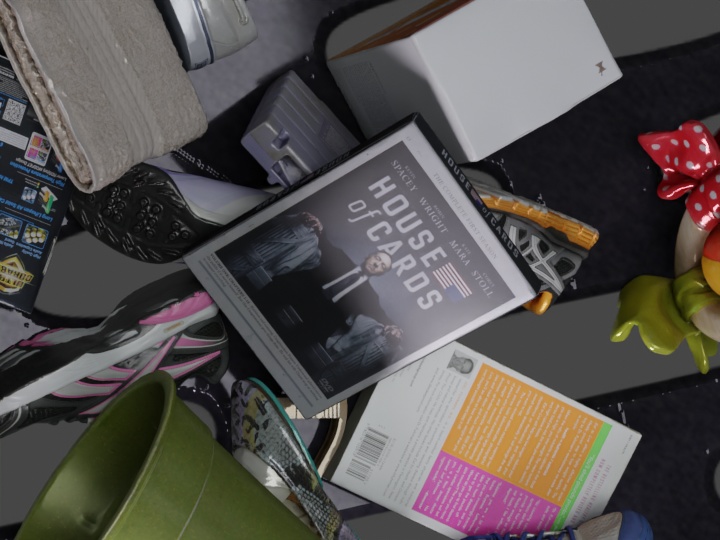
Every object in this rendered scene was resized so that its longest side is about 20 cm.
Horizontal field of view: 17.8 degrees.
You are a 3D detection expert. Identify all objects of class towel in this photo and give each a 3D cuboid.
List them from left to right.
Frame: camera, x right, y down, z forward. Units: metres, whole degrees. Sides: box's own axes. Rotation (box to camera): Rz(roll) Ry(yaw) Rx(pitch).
[{"bbox_3d":[-0.187,-0.164,1.583,0.133,0.034,0.200,-31,97,-47],"label":"towel"}]

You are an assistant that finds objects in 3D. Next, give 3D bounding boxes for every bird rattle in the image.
[{"bbox_3d":[0.275,-0.019,1.708,0.113,0.163,0.200,15,95,-35],"label":"bird rattle"}]

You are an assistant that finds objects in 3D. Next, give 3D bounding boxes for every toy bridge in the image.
[{"bbox_3d":[-0.044,0.099,1.669,0.067,0.027,0.200,0,91,-18],"label":"toy bridge"}]

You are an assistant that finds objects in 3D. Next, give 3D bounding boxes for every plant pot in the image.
[{"bbox_3d":[-0.110,0.199,1.522,0.190,0.200,0.200,35,80,-18],"label":"plant pot"}]

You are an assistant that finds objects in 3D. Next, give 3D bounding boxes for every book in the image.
[{"bbox_3d":[0.089,0.136,1.703,0.200,0.048,0.134,27,86,-15],"label":"book"}]

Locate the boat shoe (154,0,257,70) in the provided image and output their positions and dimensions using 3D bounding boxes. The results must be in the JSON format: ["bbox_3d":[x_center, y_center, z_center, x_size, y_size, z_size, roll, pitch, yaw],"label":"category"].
[{"bbox_3d":[-0.116,-0.249,1.621,0.086,0.075,0.202,-22,99,-16],"label":"boat shoe"}]

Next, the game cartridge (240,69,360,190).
[{"bbox_3d":[-0.002,-0.044,1.633,0.038,0.130,0.200,-39,102,15],"label":"game cartridge"}]

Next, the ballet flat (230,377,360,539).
[{"bbox_3d":[-0.048,0.172,1.615,0.072,0.072,0.200,-35,102,-14],"label":"ballet flat"}]

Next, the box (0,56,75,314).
[{"bbox_3d":[-0.285,-0.076,1.548,0.200,0.046,0.159,22,83,-38],"label":"box"}]

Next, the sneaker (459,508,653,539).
[{"bbox_3d":[0.114,0.222,1.665,0.200,0.075,0.088,-33,110,4],"label":"sneaker"}]

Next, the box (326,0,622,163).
[{"bbox_3d":[0.075,-0.141,1.615,0.124,0.200,0.098,-31,99,-16],"label":"box"}]

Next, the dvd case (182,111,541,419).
[{"bbox_3d":[0.000,0.000,1.567,0.200,0.025,0.150,-29,107,25],"label":"dvd case"}]

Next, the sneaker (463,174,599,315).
[{"bbox_3d":[0.099,-0.019,1.657,0.200,0.078,0.077,19,96,-48],"label":"sneaker"}]

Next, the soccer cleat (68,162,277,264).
[{"bbox_3d":[-0.112,-0.037,1.635,0.200,0.073,0.068,15,107,0],"label":"soccer cleat"}]

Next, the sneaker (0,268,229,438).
[{"bbox_3d":[-0.177,0.081,1.604,0.200,0.080,0.086,-24,111,-9],"label":"sneaker"}]
